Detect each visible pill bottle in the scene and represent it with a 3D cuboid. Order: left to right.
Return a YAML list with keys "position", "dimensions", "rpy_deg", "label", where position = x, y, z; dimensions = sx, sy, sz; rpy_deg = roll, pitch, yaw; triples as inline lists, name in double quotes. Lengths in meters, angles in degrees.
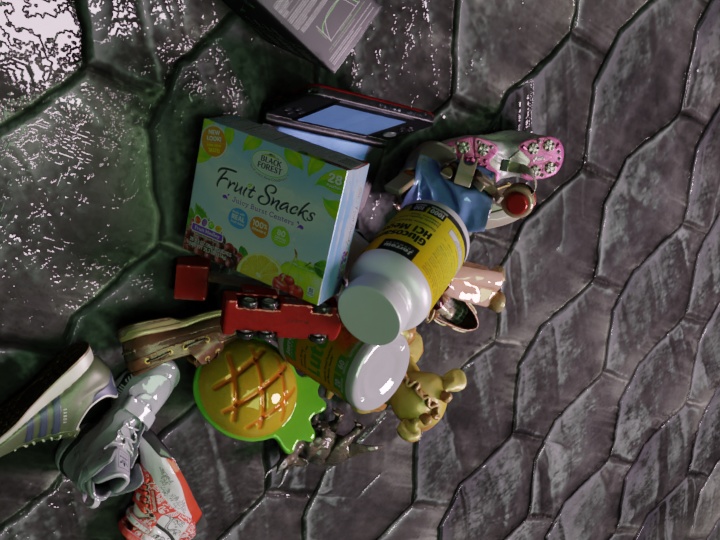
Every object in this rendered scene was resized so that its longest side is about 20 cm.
- position: [-0.041, 0.093, 1.154]
  dimensions: [0.111, 0.199, 0.112]
  rpy_deg: [-28, 131, -37]
  label: "pill bottle"
- position: [0.054, 0.003, 1.089]
  dimensions: [0.200, 0.111, 0.114]
  rpy_deg: [-49, 140, -47]
  label: "pill bottle"

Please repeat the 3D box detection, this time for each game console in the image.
- position: [-0.028, -0.147, 1.113]
  dimensions: [0.198, 0.172, 0.120]
  rpy_deg: [5, 83, -36]
  label: "game console"

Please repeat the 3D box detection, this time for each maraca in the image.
- position: [-0.136, 0.169, 1.185]
  dimensions: [0.199, 0.107, 0.138]
  rpy_deg: [30, 74, -24]
  label: "maraca"

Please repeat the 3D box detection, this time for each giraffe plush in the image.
- position: [0.065, 0.167, 1.265]
  dimensions: [0.174, 0.161, 0.200]
  rpy_deg: [-61, 151, 4]
  label: "giraffe plush"

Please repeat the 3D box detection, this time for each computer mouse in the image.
- position: [0.000, 0.000, 1.188]
  dimensions: [0.110, 0.044, 0.200]
  rpy_deg: [-53, 164, -2]
  label: "computer mouse"

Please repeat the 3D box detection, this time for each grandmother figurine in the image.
- position: [0.123, 0.005, 1.259]
  dimensions: [0.198, 0.060, 0.123]
  rpy_deg: [10, 65, -32]
  label: "grandmother figurine"

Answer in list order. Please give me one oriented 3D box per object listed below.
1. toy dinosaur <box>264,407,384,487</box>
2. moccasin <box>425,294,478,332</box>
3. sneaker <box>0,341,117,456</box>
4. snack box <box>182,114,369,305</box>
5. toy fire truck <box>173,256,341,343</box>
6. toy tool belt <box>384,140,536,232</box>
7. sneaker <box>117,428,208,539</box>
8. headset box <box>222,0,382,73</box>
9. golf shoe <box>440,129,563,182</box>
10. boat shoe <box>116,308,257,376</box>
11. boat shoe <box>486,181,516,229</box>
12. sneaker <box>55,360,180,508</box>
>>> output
- position: [-0.056, 0.265, 1.336]
  dimensions: [0.199, 0.077, 0.103]
  rpy_deg: [9, 119, -42]
  label: "toy dinosaur"
- position: [0.111, 0.042, 1.323]
  dimensions: [0.074, 0.078, 0.201]
  rpy_deg: [-51, 130, -2]
  label: "moccasin"
- position: [-0.383, 0.185, 1.058]
  dimensions: [0.200, 0.067, 0.090]
  rpy_deg: [-43, 124, -13]
  label: "sneaker"
- position: [-0.104, -0.076, 1.035]
  dimensions: [0.068, 0.198, 0.170]
  rpy_deg: [-30, 138, -62]
  label: "snack box"
- position: [-0.131, 0.035, 1.085]
  dimensions: [0.198, 0.141, 0.049]
  rpy_deg: [4, 111, -16]
  label: "toy fire truck"
- position: [0.138, -0.101, 1.184]
  dimensions: [0.123, 0.198, 0.126]
  rpy_deg: [-52, 156, -65]
  label: "toy tool belt"
- position: [-0.289, 0.316, 1.190]
  dimensions: [0.107, 0.067, 0.203]
  rpy_deg: [-32, 129, -21]
  label: "sneaker"
- position: [-0.105, -0.324, 0.930]
  dimensions: [0.199, 0.174, 0.093]
  rpy_deg: [36, 91, -39]
  label: "headset box"
- position: [0.195, -0.170, 1.284]
  dimensions: [0.197, 0.092, 0.076]
  rpy_deg: [-1, 113, -9]
  label: "golf shoe"
- position: [-0.209, 0.090, 1.116]
  dimensions: [0.198, 0.072, 0.068]
  rpy_deg: [-9, 82, -24]
  label: "boat shoe"
- position: [0.148, -0.088, 1.296]
  dimensions: [0.198, 0.072, 0.060]
  rpy_deg: [-13, 79, -15]
  label: "boat shoe"
- position: [-0.293, 0.208, 1.101]
  dimensions: [0.200, 0.115, 0.075]
  rpy_deg: [-45, 130, -7]
  label: "sneaker"
